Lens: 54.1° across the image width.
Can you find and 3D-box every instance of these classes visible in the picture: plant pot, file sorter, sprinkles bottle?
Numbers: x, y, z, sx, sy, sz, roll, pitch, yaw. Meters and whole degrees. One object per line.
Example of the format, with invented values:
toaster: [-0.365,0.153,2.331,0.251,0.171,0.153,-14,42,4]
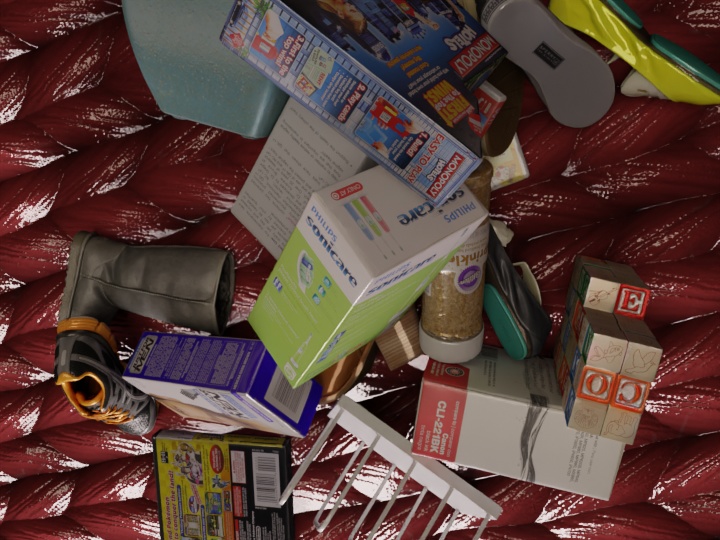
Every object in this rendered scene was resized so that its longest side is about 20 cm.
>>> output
plant pot: [-0.110,-0.242,0.683,0.192,0.196,0.204,18,110,16]
file sorter: [0.023,0.250,0.762,0.198,0.139,0.126,34,73,3]
sprinkles bottle: [0.091,-0.009,0.690,0.067,0.069,0.204,4,120,11]

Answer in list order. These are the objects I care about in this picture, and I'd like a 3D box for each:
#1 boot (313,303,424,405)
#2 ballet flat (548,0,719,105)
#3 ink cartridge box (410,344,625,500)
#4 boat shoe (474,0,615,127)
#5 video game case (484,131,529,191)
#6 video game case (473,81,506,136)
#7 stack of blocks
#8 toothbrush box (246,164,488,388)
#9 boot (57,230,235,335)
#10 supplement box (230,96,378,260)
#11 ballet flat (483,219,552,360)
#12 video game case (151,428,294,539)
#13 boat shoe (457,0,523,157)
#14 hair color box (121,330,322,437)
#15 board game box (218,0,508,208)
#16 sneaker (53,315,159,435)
boot: [-0.031,0.058,0.800,0.198,0.074,0.157,-29,87,16]
ballet flat: [0.265,-0.213,0.689,0.199,0.067,0.067,41,127,4]
ink cartridge box: [0.162,0.145,0.731,0.196,0.144,0.086,10,104,10]
boat shoe: [0.177,-0.207,0.665,0.068,0.198,0.057,-38,47,25]
video game case: [0.064,-0.165,0.755,0.179,0.023,0.204,-19,96,15]
video game case: [0.040,-0.130,0.716,0.143,0.017,0.202,42,125,17]
stack of blocks: [0.231,0.064,0.672,0.057,0.200,0.118,13,105,9]
toothbrush box: [0.000,0.000,0.629,0.087,0.144,0.201,52,142,13]
boot: [-0.255,0.047,0.845,0.196,0.073,0.186,12,105,2]
supplement box: [-0.025,-0.108,0.683,0.103,0.101,0.201,42,119,16]
ballet flat: [0.143,-0.004,0.751,0.072,0.073,0.202,-30,91,15]
video game case: [-0.172,0.305,0.894,0.177,0.026,0.205,1,102,11]
boat shoe: [0.114,-0.215,0.696,0.064,0.071,0.204,9,114,45]
hair color box: [-0.153,0.123,0.771,0.197,0.066,0.109,1,147,37]
board game box: [0.029,-0.157,0.550,0.200,0.200,0.062,46,135,2]
sneaker: [-0.302,0.143,0.827,0.077,0.078,0.202,-12,135,9]
